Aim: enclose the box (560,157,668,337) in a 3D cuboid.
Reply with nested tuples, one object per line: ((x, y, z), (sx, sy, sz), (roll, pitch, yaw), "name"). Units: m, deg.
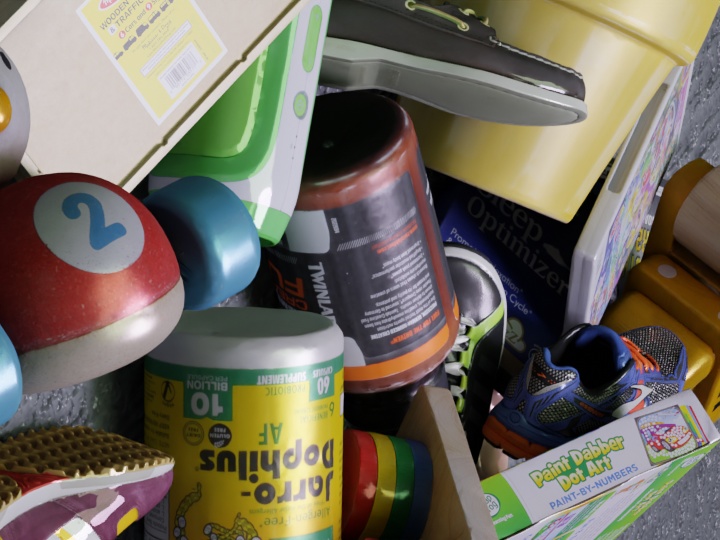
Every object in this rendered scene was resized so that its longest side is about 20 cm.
((0.186, -0.001, 1.826), (0.200, 0.048, 0.159), (16, 81, -59), "box")

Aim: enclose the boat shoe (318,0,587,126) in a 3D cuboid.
((0.043, -0.134, 1.432), (0.072, 0.201, 0.061), (126, -25, -72), "boat shoe")

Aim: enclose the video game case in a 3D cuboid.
((0.183, -0.051, 1.635), (0.143, 0.018, 0.200), (90, 24, -59), "video game case")

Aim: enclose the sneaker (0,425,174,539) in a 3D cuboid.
((-0.172, 0.141, 1.223), (0.200, 0.075, 0.090), (-14, 115, -52), "sneaker")

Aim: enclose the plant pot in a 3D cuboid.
((0.112, -0.140, 1.548), (0.201, 0.200, 0.189), (16, 96, -59), "plant pot")

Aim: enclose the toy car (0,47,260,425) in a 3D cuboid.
((-0.178, -0.047, 1.093), (0.184, 0.177, 0.200), (-31, 109, -41), "toy car")

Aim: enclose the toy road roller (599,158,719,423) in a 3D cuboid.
((0.234, 0.035, 1.716), (0.146, 0.123, 0.200), (-29, 146, -37), "toy road roller")

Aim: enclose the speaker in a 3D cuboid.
((-0.064, -0.118, 1.337), (0.088, 0.088, 0.201), (21, 77, -59), "speaker")

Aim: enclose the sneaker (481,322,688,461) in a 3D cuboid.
((0.163, 0.071, 1.585), (0.200, 0.075, 0.079), (-23, 141, -52), "sneaker")

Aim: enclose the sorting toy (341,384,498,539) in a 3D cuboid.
((0.004, 0.199, 1.409), (0.199, 0.069, 0.200), (-106, -146, -53), "sorting toy")

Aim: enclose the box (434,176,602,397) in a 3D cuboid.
((0.105, -0.025, 1.647), (0.121, 0.032, 0.200), (41, 53, -19), "box")

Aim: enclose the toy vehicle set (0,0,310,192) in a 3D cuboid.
((-0.114, -0.128, 1.229), (0.200, 0.026, 0.124), (-48, 131, -17), "toy vehicle set")

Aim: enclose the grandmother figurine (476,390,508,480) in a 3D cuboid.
((0.089, 0.085, 1.671), (0.121, 0.060, 0.201), (64, 35, -73), "grandmother figurine")

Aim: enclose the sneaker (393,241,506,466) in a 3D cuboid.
((0.059, 0.083, 1.551), (0.083, 0.072, 0.201), (-96, -171, -69), "sneaker")

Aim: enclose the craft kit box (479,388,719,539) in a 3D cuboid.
((0.108, 0.166, 1.539), (0.197, 0.200, 0.049), (-18, 69, -30), "craft kit box")

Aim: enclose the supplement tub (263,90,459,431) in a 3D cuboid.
((0.000, 0.000, 1.447), (0.107, 0.107, 0.200), (-52, 138, -43), "supplement tub")

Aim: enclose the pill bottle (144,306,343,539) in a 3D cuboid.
((-0.066, 0.127, 1.350), (0.113, 0.113, 0.201), (-13, 107, -58), "pill bottle")
